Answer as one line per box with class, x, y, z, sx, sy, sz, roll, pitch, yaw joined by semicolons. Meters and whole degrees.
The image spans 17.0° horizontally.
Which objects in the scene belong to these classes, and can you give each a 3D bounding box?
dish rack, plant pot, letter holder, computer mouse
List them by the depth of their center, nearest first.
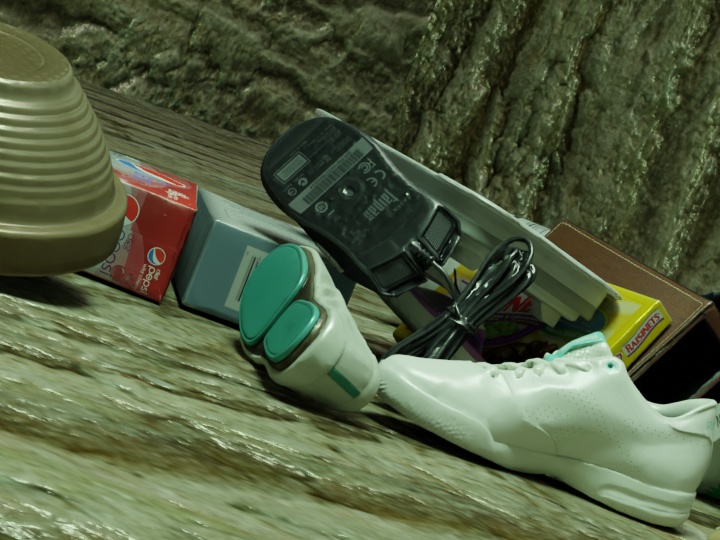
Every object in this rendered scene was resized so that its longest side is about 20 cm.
plant pot;-0.217;-0.082;1.325;0.200;0.093;0.201;17;21;-7
computer mouse;0.000;0.000;1.465;0.200;0.140;0.046;35;-16;29
dish rack;0.061;-0.029;1.579;0.200;0.044;0.171;32;0;44
letter holder;0.160;0.071;1.664;0.101;0.142;0.200;55;-10;-29

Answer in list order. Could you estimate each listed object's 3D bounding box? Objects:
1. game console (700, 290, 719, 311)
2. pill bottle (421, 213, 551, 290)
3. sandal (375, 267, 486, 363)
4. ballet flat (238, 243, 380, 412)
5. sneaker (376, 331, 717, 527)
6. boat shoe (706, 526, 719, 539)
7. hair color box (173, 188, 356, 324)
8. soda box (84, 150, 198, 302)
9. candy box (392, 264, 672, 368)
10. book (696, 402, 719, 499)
game console;0.305;0.114;1.744;0.200;0.118;0.171;48;30;-13
pill bottle;0.131;0.023;1.869;0.199;0.116;0.116;23;5;22
sandal;0.040;0.010;1.588;0.203;0.050;0.082;48;-1;20
ballet flat;-0.027;0.039;1.365;0.069;0.070;0.200;20;9;-12
sneaker;0.106;0.071;1.362;0.199;0.089;0.075;20;6;-10
boat shoe;0.228;0.141;1.266;0.073;0.063;0.200;24;6;21
hair color box;-0.067;-0.001;1.589;0.099;0.061;0.200;22;5;-9
soda box;-0.146;-0.031;1.554;0.070;0.064;0.200;22;5;-6
candy box;0.113;0.039;1.632;0.200;0.102;0.026;21;-31;55
book;0.304;0.092;1.536;0.133;0.200;0.048;18;50;-29
